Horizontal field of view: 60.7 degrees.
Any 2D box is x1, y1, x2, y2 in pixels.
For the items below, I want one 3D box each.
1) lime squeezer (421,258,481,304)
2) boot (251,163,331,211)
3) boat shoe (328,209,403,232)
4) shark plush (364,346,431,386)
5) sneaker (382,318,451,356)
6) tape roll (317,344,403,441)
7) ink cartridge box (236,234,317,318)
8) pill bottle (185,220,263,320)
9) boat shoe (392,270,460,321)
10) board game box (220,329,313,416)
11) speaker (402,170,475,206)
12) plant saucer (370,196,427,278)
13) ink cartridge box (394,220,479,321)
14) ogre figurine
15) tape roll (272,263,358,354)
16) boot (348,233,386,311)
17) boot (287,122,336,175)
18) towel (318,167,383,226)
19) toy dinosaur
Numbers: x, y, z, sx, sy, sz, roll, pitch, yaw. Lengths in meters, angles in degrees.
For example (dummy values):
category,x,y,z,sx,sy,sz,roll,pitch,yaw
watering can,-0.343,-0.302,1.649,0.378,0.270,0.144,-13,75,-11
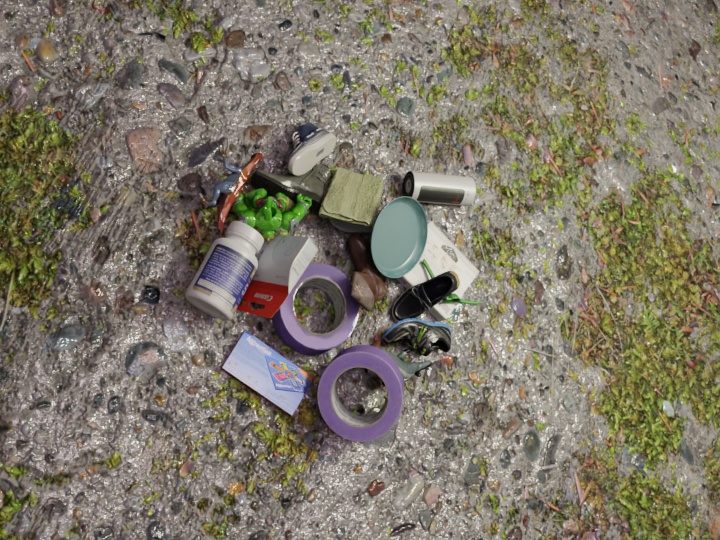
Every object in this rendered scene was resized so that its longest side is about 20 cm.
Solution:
category,x,y,z,sx,sy,sz,roll,pitch,yaw
lime squeezer,0.230,0.056,1.606,0.198,0.038,0.071,35,37,-8
boot,-0.174,-0.238,1.562,0.195,0.068,0.134,19,57,-16
boat shoe,0.014,-0.133,1.595,0.193,0.070,0.073,1,91,0
shark plush,0.104,0.232,1.508,0.195,0.091,0.086,10,100,-25
sneaker,0.149,0.173,1.556,0.194,0.071,0.085,6,57,-23
tape roll,0.002,0.279,1.412,0.193,0.085,0.207,0,94,5
ink cartridge box,-0.208,0.007,1.416,0.202,0.157,0.048,-56,130,-25
pill bottle,-0.301,-0.003,1.397,0.118,0.119,0.204,29,70,-11
boat shoe,0.161,0.065,1.552,0.197,0.062,0.076,-31,82,16
board game box,-0.214,0.238,1.424,0.198,0.019,0.104,36,67,-9
speaker,0.218,-0.225,1.698,0.194,0.081,0.084,3,74,-22
plant saucer,0.093,-0.084,1.541,0.196,0.027,0.207,-14,111,-39
ink cartridge box,0.198,0.002,1.643,0.200,0.045,0.177,44,66,-6
ogre figurine,-0.219,-0.141,1.465,0.195,0.099,0.121,19,33,-17
tape roll,-0.108,0.093,1.464,0.194,0.085,0.206,6,73,-21
boot,0.000,0.000,1.485,0.063,0.200,0.190,-29,88,16
boot,-0.147,-0.310,1.555,0.089,0.074,0.200,30,39,14
towel,-0.017,-0.187,1.556,0.144,0.037,0.203,13,43,4
toy dinosaur,-0.294,-0.202,1.459,0.178,0.105,0.203,-29,79,-9
